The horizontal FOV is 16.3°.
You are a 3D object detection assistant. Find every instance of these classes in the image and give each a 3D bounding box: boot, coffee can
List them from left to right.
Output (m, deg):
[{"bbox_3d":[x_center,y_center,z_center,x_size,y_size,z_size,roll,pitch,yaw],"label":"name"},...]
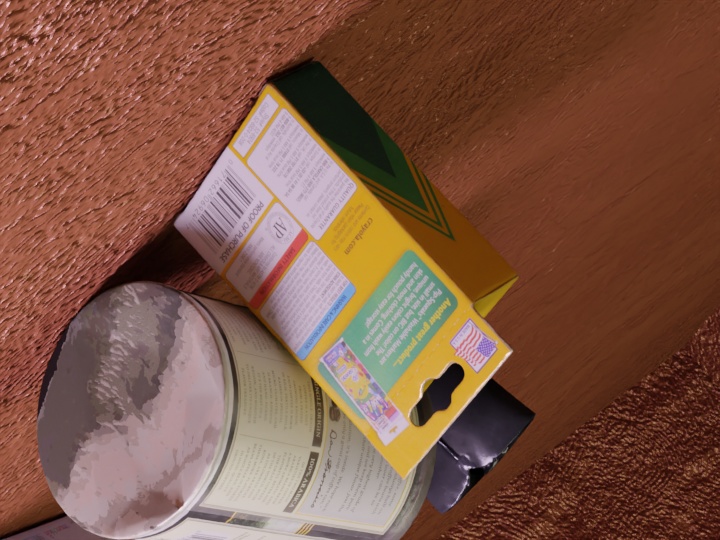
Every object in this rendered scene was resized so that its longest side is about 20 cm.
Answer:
[{"bbox_3d":[-0.070,0.094,1.478,0.146,0.147,0.199,-47,146,20],"label":"coffee can"},{"bbox_3d":[0.037,0.038,1.645,0.066,0.200,0.165,-27,161,-52],"label":"boot"}]

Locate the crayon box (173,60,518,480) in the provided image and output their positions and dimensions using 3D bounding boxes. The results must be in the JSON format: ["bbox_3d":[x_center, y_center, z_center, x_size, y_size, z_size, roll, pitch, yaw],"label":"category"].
[{"bbox_3d":[0.000,0.000,1.395,0.051,0.200,0.126,-29,162,-48],"label":"crayon box"}]

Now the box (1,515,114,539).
[{"bbox_3d":[-0.237,0.254,1.746,0.113,0.101,0.200,-46,168,19],"label":"box"}]
